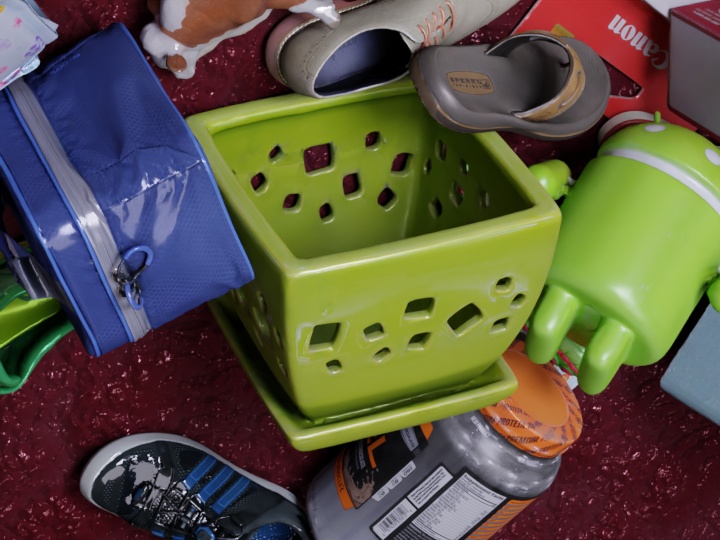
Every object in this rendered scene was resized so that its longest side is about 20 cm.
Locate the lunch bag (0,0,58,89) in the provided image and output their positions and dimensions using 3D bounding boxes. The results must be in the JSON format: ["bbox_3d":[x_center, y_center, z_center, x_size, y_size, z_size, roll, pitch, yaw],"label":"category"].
[{"bbox_3d":[-0.289,-0.153,1.185,0.169,0.127,0.200,-35,130,1],"label":"lunch bag"}]

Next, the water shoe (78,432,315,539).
[{"bbox_3d":[-0.109,0.176,1.495,0.200,0.079,0.072,20,107,-34],"label":"water shoe"}]

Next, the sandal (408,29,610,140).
[{"bbox_3d":[0.112,-0.134,1.374,0.200,0.082,0.055,-2,149,-48],"label":"sandal"}]

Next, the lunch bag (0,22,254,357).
[{"bbox_3d":[-0.163,-0.043,1.266,0.132,0.200,0.136,-26,131,-7],"label":"lunch bag"}]

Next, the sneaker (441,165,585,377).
[{"bbox_3d":[0.130,-0.012,1.490,0.084,0.077,0.200,-42,104,-15],"label":"sneaker"}]

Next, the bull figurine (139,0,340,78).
[{"bbox_3d":[-0.071,-0.209,1.301,0.121,0.065,0.200,-2,119,-29],"label":"bull figurine"}]

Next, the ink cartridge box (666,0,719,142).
[{"bbox_3d":[0.338,-0.145,1.438,0.200,0.146,0.083,-14,119,-21],"label":"ink cartridge box"}]

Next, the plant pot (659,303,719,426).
[{"bbox_3d":[0.394,0.075,1.580,0.196,0.200,0.196,12,114,-54],"label":"plant pot"}]

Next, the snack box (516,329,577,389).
[{"bbox_3d":[0.145,0.035,1.568,0.200,0.037,0.116,-44,127,3],"label":"snack box"}]

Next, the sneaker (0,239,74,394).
[{"bbox_3d":[-0.265,0.048,1.340,0.200,0.084,0.074,-32,127,-6],"label":"sneaker"}]

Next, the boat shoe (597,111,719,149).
[{"bbox_3d":[0.265,-0.061,1.547,0.200,0.063,0.071,18,127,-33],"label":"boat shoe"}]

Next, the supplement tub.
[{"bbox_3d":[0.062,0.144,1.502,0.122,0.123,0.200,23,126,-35],"label":"supplement tub"}]

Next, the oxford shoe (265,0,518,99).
[{"bbox_3d":[0.039,-0.162,1.376,0.200,0.074,0.071,-27,126,-10],"label":"oxford shoe"}]

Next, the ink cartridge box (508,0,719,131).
[{"bbox_3d":[0.229,-0.182,1.480,0.200,0.045,0.176,29,101,-36],"label":"ink cartridge box"}]

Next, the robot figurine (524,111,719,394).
[{"bbox_3d":[0.188,-0.016,1.410,0.200,0.175,0.116,-55,166,-17],"label":"robot figurine"}]

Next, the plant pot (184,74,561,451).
[{"bbox_3d":[0.000,0.000,1.381,0.199,0.200,0.182,-13,130,-20],"label":"plant pot"}]
